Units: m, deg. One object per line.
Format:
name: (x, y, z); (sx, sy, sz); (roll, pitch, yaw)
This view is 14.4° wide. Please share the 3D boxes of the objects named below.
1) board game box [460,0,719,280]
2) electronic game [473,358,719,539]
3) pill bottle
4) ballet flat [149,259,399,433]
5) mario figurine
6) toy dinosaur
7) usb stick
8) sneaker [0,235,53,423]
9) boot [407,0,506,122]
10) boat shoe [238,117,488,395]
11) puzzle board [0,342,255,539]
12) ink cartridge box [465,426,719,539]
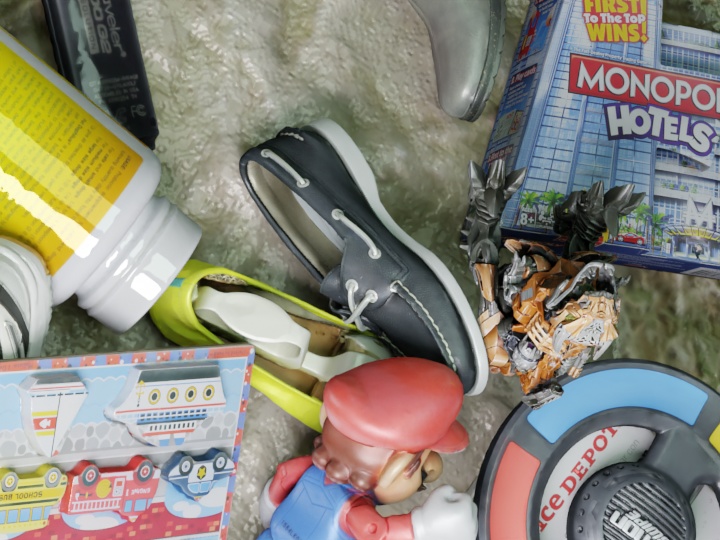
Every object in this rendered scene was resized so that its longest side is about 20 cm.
board game box: (0.169, -0.106, 1.766); (0.200, 0.062, 0.200); (8, 79, -21)
electronic game: (0.157, 0.150, 1.638); (0.200, 0.042, 0.200); (4, 79, -21)
pill bottle: (-0.188, -0.055, 1.579); (0.200, 0.109, 0.109); (39, 69, -11)
ballet flat: (-0.030, 0.050, 1.654); (0.200, 0.067, 0.067); (27, 72, -17)
mario figurine: (0.001, 0.140, 1.606); (0.123, 0.106, 0.200); (35, 100, 8)
toy dinosaur: (0.094, 0.014, 1.621); (0.102, 0.200, 0.136); (15, 74, -36)
usb stick: (-0.161, -0.163, 1.653); (0.055, 0.033, 0.200); (-11, 86, -32)
sneaker: (-0.215, 0.083, 1.529); (0.075, 0.088, 0.200); (6, 107, 17)
boot: (0.015, -0.187, 1.720); (0.130, 0.068, 0.200); (3, 73, -18)
boat shoe: (0.000, 0.000, 1.647); (0.060, 0.076, 0.200); (-22, 58, -29)
puzzle board: (-0.138, 0.118, 1.553); (0.200, 0.017, 0.151); (-3, 107, -48)
ink cartridge box: (0.155, 0.188, 1.700); (0.200, 0.083, 0.147); (43, 68, -11)
